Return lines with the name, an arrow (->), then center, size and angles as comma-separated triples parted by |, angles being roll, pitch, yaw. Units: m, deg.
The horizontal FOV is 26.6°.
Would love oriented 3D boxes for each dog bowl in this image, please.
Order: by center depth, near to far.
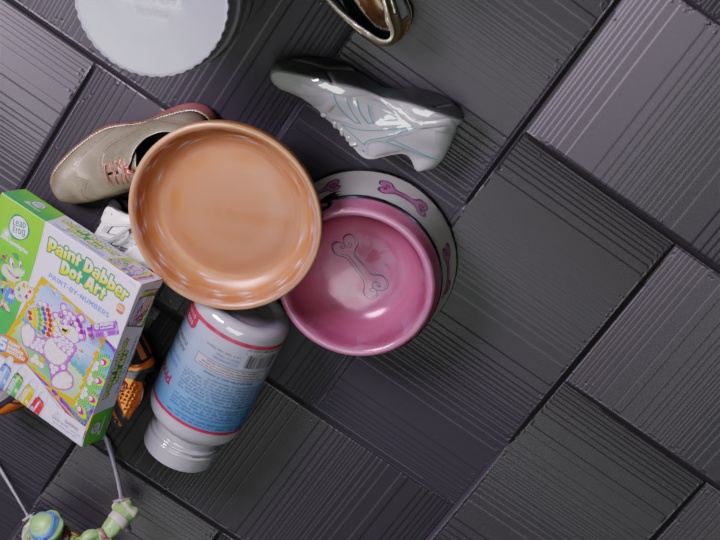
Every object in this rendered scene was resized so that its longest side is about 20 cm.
dog bowl -> 0.000, 0.000, 1.587 | 0.198, 0.074, 0.202 | 4, 114, 8

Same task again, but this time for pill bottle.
pill bottle -> -0.161, 0.116, 1.642 | 0.108, 0.109, 0.201 | 26, 114, -3

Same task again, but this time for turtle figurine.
turtle figurine -> -0.317, 0.305, 1.767 | 0.143, 0.200, 0.195 | -25, 130, -5

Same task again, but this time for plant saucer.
plant saucer -> -0.133, -0.058, 1.524 | 0.198, 0.038, 0.202 | 4, 114, 8

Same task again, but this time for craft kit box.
craft kit box -> -0.321, 0.048, 1.592 | 0.199, 0.048, 0.199 | 30, 108, 21

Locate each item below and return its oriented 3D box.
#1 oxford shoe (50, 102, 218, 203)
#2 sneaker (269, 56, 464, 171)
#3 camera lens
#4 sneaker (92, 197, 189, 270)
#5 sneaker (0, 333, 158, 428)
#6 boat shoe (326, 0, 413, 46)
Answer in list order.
oxford shoe -> -0.243, -0.116, 1.574 | 0.199, 0.075, 0.071 | -24, 108, 17
sneaker -> -0.001, -0.155, 1.523 | 0.199, 0.071, 0.081 | 20, 117, -1
camera lens -> -0.170, -0.278, 1.424 | 0.158, 0.200, 0.161 | 3, 114, 7
sneaker -> -0.261, -0.030, 1.626 | 0.199, 0.076, 0.088 | -22, 91, 15
sneaker -> -0.313, 0.137, 1.692 | 0.199, 0.078, 0.113 | -27, 106, 18
boat shoe -> -0.019, -0.304, 1.462 | 0.075, 0.068, 0.200 | -37, 103, 21
